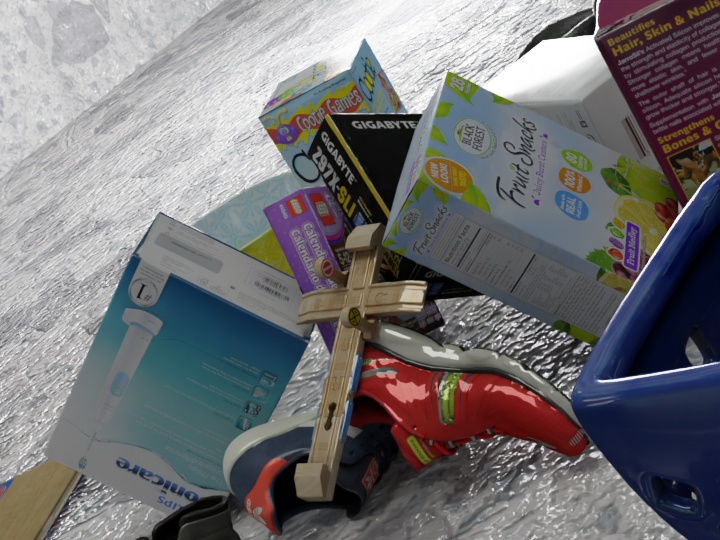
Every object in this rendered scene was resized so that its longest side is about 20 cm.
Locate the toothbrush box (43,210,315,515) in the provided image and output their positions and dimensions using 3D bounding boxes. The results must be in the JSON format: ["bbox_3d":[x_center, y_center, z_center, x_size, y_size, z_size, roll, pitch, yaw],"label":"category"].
[{"bbox_3d":[-0.136,0.081,1.134,0.085,0.146,0.200,-73,9,-64],"label":"toothbrush box"}]

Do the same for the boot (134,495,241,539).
[{"bbox_3d":[-0.134,0.236,0.887,0.200,0.131,0.068,-41,20,-25],"label":"boot"}]

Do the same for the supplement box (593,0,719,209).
[{"bbox_3d":[0.269,-0.128,1.064,0.131,0.200,0.103,-23,20,21],"label":"supplement box"}]

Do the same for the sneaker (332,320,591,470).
[{"bbox_3d":[0.065,0.100,0.987,0.200,0.077,0.085,13,63,38],"label":"sneaker"}]

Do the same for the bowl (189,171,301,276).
[{"bbox_3d":[-0.104,-0.003,1.481,0.200,0.108,0.200,-28,18,10],"label":"bowl"}]

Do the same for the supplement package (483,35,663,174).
[{"bbox_3d":[0.202,-0.132,1.310,0.117,0.118,0.200,-39,20,-18],"label":"supplement package"}]

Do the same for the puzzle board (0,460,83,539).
[{"bbox_3d":[-0.333,0.244,1.366,0.150,0.017,0.200,-25,19,22],"label":"puzzle board"}]

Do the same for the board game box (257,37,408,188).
[{"bbox_3d":[0.003,-0.102,1.419,0.103,0.200,0.105,-25,19,20],"label":"board game box"}]

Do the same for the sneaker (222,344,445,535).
[{"bbox_3d":[0.004,0.128,1.062,0.200,0.075,0.085,-29,40,-10],"label":"sneaker"}]

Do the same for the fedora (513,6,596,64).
[{"bbox_3d":[0.221,-0.208,1.509,0.200,0.092,0.201,-29,18,10],"label":"fedora"}]

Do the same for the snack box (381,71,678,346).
[{"bbox_3d":[0.127,-0.042,1.053,0.169,0.199,0.068,-74,9,-55],"label":"snack box"}]

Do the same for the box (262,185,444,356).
[{"bbox_3d":[0.000,0.000,1.163,0.039,0.137,0.200,-26,-3,18],"label":"box"}]

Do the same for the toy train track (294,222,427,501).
[{"bbox_3d":[-0.017,0.056,1.004,0.114,0.033,0.201,-7,62,40],"label":"toy train track"}]

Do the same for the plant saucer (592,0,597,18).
[{"bbox_3d":[0.326,-0.247,1.434,0.199,0.032,0.200,-3,36,2],"label":"plant saucer"}]

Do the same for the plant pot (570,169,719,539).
[{"bbox_3d":[0.246,0.054,0.668,0.200,0.180,0.200,-14,26,42],"label":"plant pot"}]

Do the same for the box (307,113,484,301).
[{"bbox_3d":[0.080,-0.054,1.135,0.199,0.160,0.049,-4,-40,-35],"label":"box"}]
